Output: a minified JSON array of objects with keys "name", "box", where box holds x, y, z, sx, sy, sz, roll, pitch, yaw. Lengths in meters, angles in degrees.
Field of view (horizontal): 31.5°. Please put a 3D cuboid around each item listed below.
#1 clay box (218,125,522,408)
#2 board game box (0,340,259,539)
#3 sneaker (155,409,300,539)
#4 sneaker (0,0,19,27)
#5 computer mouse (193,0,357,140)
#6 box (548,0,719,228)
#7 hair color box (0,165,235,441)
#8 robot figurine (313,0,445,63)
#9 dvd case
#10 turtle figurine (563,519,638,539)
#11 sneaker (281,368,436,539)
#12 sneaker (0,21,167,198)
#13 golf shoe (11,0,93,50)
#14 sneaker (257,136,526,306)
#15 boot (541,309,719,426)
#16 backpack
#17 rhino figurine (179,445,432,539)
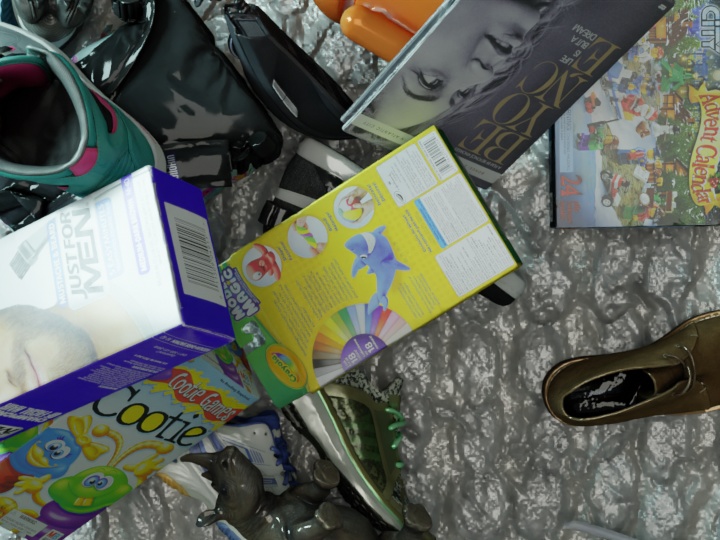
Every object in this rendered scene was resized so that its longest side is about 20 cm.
[{"name":"clay box","box":[0.000,0.000,0.899,0.199,0.048,0.115,-31,86,11]},{"name":"board game box","box":[-0.189,0.090,0.911,0.200,0.103,0.105,-36,136,11]},{"name":"sneaker","box":[-0.077,0.154,0.958,0.200,0.075,0.088,39,92,-1]},{"name":"sneaker","box":[-0.299,-0.150,0.959,0.080,0.077,0.201,4,86,10]},{"name":"computer mouse","box":[-0.081,-0.169,0.938,0.046,0.141,0.200,-41,129,11]},{"name":"box","box":[0.210,-0.133,0.959,0.136,0.038,0.201,-1,92,2]},{"name":"hair color box","box":[-0.187,0.025,0.819,0.199,0.065,0.110,-24,68,22]},{"name":"robot figurine","box":[0.045,-0.212,0.919,0.199,0.117,0.144,25,92,4]},{"name":"dvd case","box":[0.101,-0.144,0.884,0.200,0.148,0.016,-45,46,30]},{"name":"turtle figurine","box":[0.279,0.257,0.919,0.193,0.144,0.201,-22,95,-2]},{"name":"sneaker","box":[0.009,0.121,0.962,0.088,0.077,0.200,-36,95,-14]},{"name":"sneaker","box":[-0.226,-0.112,0.818,0.200,0.121,0.084,34,92,16]},{"name":"golf shoe","box":[-0.224,-0.253,0.950,0.077,0.095,0.201,14,66,-12]},{"name":"sneaker","box":[0.016,-0.003,0.957,0.199,0.073,0.112,33,97,7]},{"name":"boot","box":[0.238,0.078,0.948,0.199,0.075,0.074,-16,90,1]},{"name":"backpack","box":[-0.170,-0.086,0.927,0.200,0.127,0.167,-37,78,4]},{"name":"rhino figurine","box":[-0.039,0.178,0.894,0.199,0.060,0.088,28,132,-10]}]
